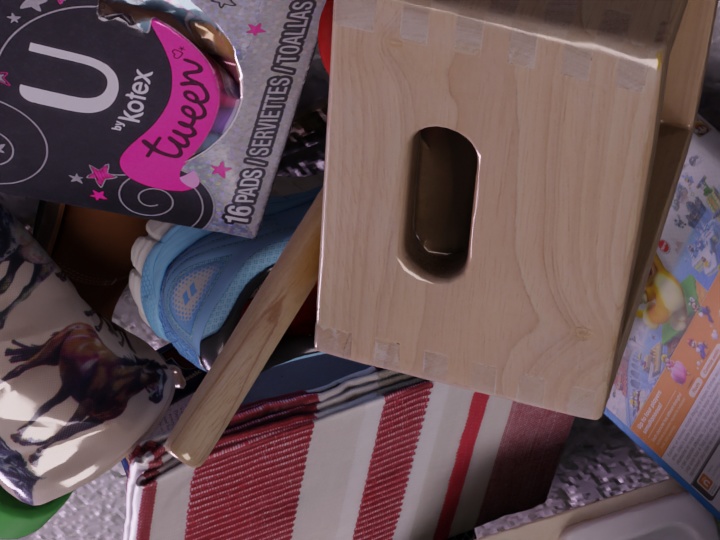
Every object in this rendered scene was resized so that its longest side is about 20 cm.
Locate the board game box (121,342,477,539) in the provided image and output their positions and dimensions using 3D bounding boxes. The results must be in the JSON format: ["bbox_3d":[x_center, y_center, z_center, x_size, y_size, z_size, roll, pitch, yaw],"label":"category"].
[{"bbox_3d":[-0.024,0.096,1.202,0.135,0.035,0.200,-27,132,-14],"label":"board game box"}]

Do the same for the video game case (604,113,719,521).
[{"bbox_3d":[0.140,0.024,1.090,0.200,0.018,0.143,43,138,19],"label":"video game case"}]

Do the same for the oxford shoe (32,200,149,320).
[{"bbox_3d":[-0.097,-0.018,1.119,0.071,0.071,0.200,5,135,-7],"label":"oxford shoe"}]

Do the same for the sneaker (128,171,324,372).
[{"bbox_3d":[0.018,-0.007,1.043,0.200,0.090,0.078,-25,124,-6],"label":"sneaker"}]

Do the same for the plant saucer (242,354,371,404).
[{"bbox_3d":[0.000,0.000,1.107,0.070,0.019,0.200,12,115,-30],"label":"plant saucer"}]

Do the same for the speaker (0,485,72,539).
[{"bbox_3d":[-0.207,0.096,1.162,0.200,0.088,0.088,-26,130,39],"label":"speaker"}]

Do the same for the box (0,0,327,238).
[{"bbox_3d":[-0.066,-0.130,0.953,0.115,0.132,0.200,10,136,-8],"label":"box"}]

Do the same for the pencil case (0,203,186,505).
[{"bbox_3d":[-0.155,-0.002,1.047,0.200,0.089,0.078,49,161,-18],"label":"pencil case"}]

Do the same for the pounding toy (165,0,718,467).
[{"bbox_3d":[0.032,-0.047,0.928,0.142,0.184,0.200,14,134,10],"label":"pounding toy"}]

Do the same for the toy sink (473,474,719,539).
[{"bbox_3d":[0.092,0.155,1.153,0.130,0.112,0.200,-16,174,-23],"label":"toy sink"}]

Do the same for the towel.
[{"bbox_3d":[-0.004,0.083,1.120,0.200,0.023,0.144,-18,148,-20],"label":"towel"}]
